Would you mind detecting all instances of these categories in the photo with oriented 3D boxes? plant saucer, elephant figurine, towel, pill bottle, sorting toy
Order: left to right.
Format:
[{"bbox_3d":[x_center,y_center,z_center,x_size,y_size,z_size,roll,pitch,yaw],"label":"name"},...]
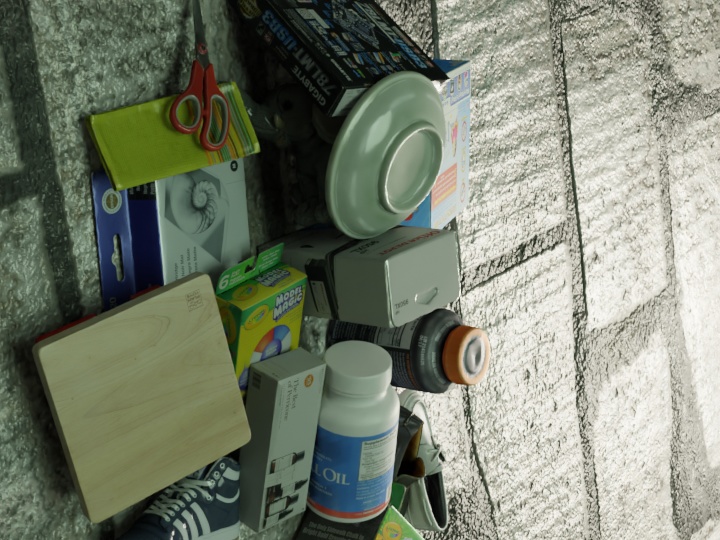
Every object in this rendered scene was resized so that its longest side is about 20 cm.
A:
[{"bbox_3d":[-0.234,0.125,1.474,0.199,0.069,0.201,-25,114,-30],"label":"sorting toy"},{"bbox_3d":[-0.195,-0.146,1.506,0.199,0.018,0.087,-21,84,-42],"label":"towel"},{"bbox_3d":[-0.055,-0.166,1.655,0.202,0.140,0.155,64,18,-13],"label":"elephant figurine"},{"bbox_3d":[-0.011,0.190,1.689,0.112,0.111,0.202,-28,131,-46],"label":"pill bottle"},{"bbox_3d":[0.043,-0.122,1.595,0.199,0.050,0.202,-32,136,-37],"label":"plant saucer"},{"bbox_3d":[0.064,0.096,1.768,0.106,0.198,0.108,-10,103,-50],"label":"pill bottle"}]

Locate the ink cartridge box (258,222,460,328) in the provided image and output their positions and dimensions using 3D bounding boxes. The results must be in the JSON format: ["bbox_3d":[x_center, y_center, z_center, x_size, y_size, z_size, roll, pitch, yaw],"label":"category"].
[{"bbox_3d":[0.000,0.000,1.675,0.144,0.198,0.085,-23,113,-48],"label":"ink cartridge box"}]

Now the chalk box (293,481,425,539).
[{"bbox_3d":[-0.002,0.359,1.782,0.124,0.123,0.201,51,58,-41],"label":"chalk box"}]

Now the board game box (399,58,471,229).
[{"bbox_3d":[0.091,-0.161,1.820,0.200,0.055,0.198,-39,132,-66],"label":"board game box"}]

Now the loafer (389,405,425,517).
[{"bbox_3d":[0.050,0.263,1.859,0.073,0.072,0.202,-47,142,-42],"label":"loafer"}]

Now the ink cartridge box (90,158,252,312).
[{"bbox_3d":[-0.199,-0.027,1.548,0.199,0.040,0.202,-19,109,-49],"label":"ink cartridge box"}]

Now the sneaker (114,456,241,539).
[{"bbox_3d":[-0.201,0.257,1.559,0.199,0.069,0.110,-5,103,-58],"label":"sneaker"}]

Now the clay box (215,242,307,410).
[{"bbox_3d":[-0.119,0.078,1.609,0.114,0.047,0.202,-29,138,-46],"label":"clay box"}]

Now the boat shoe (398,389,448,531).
[{"bbox_3d":[0.086,0.262,1.922,0.072,0.068,0.203,-14,106,-49],"label":"boat shoe"}]

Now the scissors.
[{"bbox_3d":[-0.168,-0.227,1.539,0.073,0.014,0.202,18,64,-32],"label":"scissors"}]

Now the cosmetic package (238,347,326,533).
[{"bbox_3d":[-0.093,0.196,1.630,0.082,0.050,0.202,-20,126,-47],"label":"cosmetic package"}]

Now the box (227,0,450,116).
[{"bbox_3d":[-0.023,-0.264,1.629,0.197,0.200,0.050,-12,145,-51],"label":"box"}]
